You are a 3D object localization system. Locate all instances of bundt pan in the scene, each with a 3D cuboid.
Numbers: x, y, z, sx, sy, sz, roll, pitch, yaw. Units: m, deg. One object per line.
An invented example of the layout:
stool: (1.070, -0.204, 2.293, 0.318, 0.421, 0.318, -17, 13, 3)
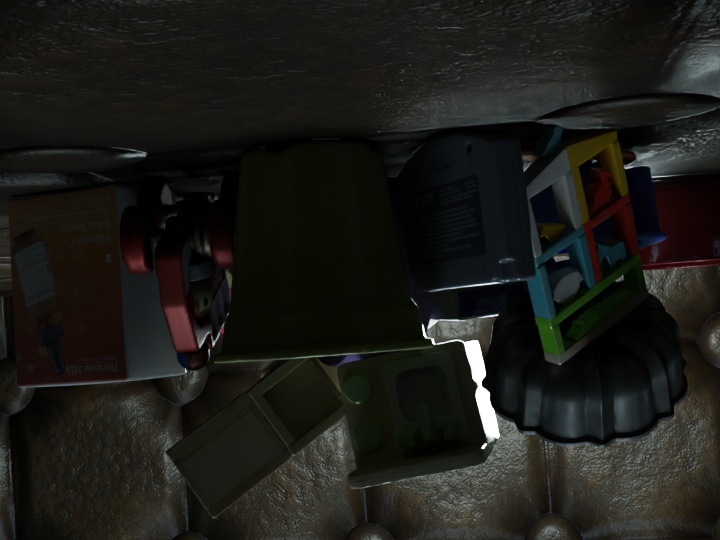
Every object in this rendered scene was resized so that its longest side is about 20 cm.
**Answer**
bundt pan: (0.212, 0.072, 1.151, 0.199, 0.076, 0.203, -6, -144, 4)

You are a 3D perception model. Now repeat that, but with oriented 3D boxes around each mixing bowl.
mixing bowl: (0.426, -0.060, 1.569, 0.198, 0.110, 0.200, -3, 178, 0)

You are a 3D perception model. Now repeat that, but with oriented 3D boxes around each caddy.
caddy: (0.209, -0.046, 1.223, 0.198, 0.106, 0.141, -6, 177, 37)

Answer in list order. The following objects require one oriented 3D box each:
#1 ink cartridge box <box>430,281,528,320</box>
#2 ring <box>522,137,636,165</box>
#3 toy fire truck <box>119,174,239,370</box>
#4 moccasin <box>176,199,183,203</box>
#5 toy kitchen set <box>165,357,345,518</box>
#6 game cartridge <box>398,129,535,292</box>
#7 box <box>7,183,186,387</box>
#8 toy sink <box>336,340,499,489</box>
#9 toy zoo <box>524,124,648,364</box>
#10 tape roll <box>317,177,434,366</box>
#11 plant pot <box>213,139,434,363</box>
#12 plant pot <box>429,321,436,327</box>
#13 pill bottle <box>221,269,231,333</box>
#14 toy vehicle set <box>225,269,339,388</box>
ink cartridge box: (0.142, 0.025, 1.333, 0.194, 0.044, 0.200, -8, -179, -24)
ring: (0.172, -0.109, 1.193, 0.198, 0.019, 0.200, -4, 178, 0)
toy fire truck: (-0.163, 0.003, 1.199, 0.111, 0.170, 0.200, -4, -160, 4)
moccasin: (-0.163, -0.048, 1.400, 0.077, 0.075, 0.201, -12, 173, 24)
toy kitchen set: (-0.133, 0.129, 1.270, 0.180, 0.164, 0.200, -37, -179, -10)
game cartridge: (0.089, -0.052, 1.049, 0.041, 0.135, 0.200, -2, 177, -21)
box: (-0.281, 0.018, 1.286, 0.151, 0.203, 0.106, -6, 176, 26)
toy sink: (0.055, 0.132, 1.173, 0.129, 0.113, 0.200, -13, 177, 11)
toy zoo: (0.191, -0.035, 1.065, 0.131, 0.202, 0.020, -31, -152, -30)
tape roll: (0.000, 0.000, 1.302, 0.084, 0.203, 0.200, -3, 177, -24)
plant pot: (-0.039, -0.016, 1.087, 0.198, 0.187, 0.200, -4, 176, 0)
plant pot: (-0.001, 0.039, 1.548, 0.185, 0.188, 0.200, -5, -159, 29)
pill bottle: (-0.179, 0.016, 1.514, 0.198, 0.110, 0.109, 26, 176, -2)
toy vehicle set: (-0.049, 0.039, 1.400, 0.124, 0.200, 0.027, -42, 179, -27)
